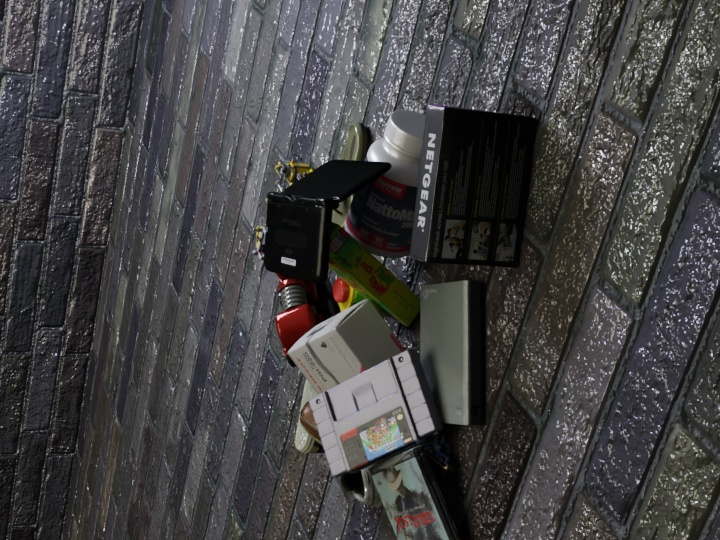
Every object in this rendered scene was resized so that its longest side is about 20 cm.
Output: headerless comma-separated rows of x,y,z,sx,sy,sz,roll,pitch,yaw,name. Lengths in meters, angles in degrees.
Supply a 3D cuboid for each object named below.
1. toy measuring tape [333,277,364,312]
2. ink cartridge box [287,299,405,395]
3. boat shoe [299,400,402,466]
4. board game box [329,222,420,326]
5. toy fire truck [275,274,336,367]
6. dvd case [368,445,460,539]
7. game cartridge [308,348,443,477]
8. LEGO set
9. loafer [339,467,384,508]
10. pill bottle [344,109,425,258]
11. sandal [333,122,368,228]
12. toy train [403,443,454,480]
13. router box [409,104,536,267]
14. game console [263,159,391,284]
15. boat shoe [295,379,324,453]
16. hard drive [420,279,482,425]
-0.021,0.067,1.919,0.074,0.072,0.203,55,135,51,toy measuring tape
-0.015,0.145,1.810,0.147,0.085,0.200,53,152,-4,ink cartridge box
-0.004,0.248,1.758,0.076,0.197,0.074,-59,-23,-27,boat shoe
0.000,0.000,1.741,0.048,0.200,0.101,-52,27,-6,board game box
-0.103,0.042,1.950,0.201,0.127,0.178,56,-160,-52,toy fire truck
0.087,0.367,1.650,0.146,0.022,0.203,-36,73,57,dvd case
0.020,0.215,1.670,0.198,0.038,0.132,-29,66,28,game cartridge
-0.156,-0.111,2.155,0.202,0.114,0.155,-68,32,35,LEGO set
-0.005,0.332,1.859,0.199,0.069,0.071,24,109,62,loafer
0.056,-0.133,1.716,0.120,0.118,0.203,59,139,48,pill bottle
-0.035,-0.162,1.976,0.080,0.056,0.205,38,122,59,sandal
0.067,0.244,1.680,0.199,0.034,0.046,36,87,30,toy train
0.149,-0.110,1.490,0.051,0.147,0.204,21,106,61,router box
-0.052,-0.077,1.669,0.199,0.115,0.180,12,99,61,game console
-0.063,0.228,2.002,0.074,0.061,0.204,-15,60,59,boat shoe
0.131,0.119,1.638,0.139,0.032,0.204,171,101,-64,hard drive
